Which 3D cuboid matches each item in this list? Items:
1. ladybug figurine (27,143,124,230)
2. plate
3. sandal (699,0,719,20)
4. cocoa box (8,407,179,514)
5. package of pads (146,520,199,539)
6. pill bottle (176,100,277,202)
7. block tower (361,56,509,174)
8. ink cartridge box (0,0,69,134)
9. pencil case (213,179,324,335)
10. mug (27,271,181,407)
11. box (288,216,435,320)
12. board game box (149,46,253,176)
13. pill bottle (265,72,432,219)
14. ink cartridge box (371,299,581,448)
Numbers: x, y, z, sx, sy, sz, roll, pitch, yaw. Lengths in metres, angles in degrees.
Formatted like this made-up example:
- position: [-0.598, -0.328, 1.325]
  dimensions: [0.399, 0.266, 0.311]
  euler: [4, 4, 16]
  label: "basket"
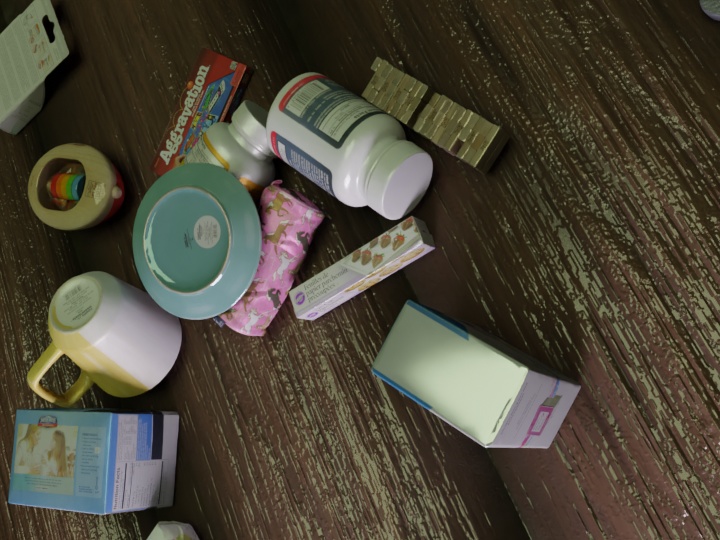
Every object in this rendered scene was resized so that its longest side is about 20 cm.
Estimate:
- position: [-0.439, -0.127, 1.287]
  dimensions: [0.198, 0.072, 0.138]
  euler: [13, 88, 32]
  label: "ladybug figurine"
- position: [-0.218, -0.038, 1.052]
  dimensions: [0.197, 0.026, 0.204]
  euler: [0, 89, 23]
  label: "plate"
- position: [0.393, -0.363, 0.855]
  dimensions: [0.075, 0.043, 0.204]
  euler: [15, 99, 39]
  label: "sandal"
- position: [-0.373, 0.261, 1.146]
  dimensions: [0.197, 0.131, 0.136]
  euler: [-4, 79, 30]
  label: "cocoa box"
- position: [-0.240, 0.446, 1.057]
  dimensions: [0.155, 0.068, 0.200]
  euler: [-54, 51, 11]
  label: "package of pads"
- position: [-0.187, -0.127, 1.113]
  dimensions: [0.200, 0.112, 0.113]
  euler: [-48, 62, 16]
  label: "pill bottle"
- position: [0.088, -0.186, 0.994]
  dimensions: [0.199, 0.054, 0.058]
  euler: [39, 101, 30]
  label: "block tower"
- position: [-0.577, -0.363, 1.429]
  dimensions: [0.199, 0.050, 0.162]
  euler: [-35, 66, 17]
  label: "ink cartridge box"
- position: [-0.124, -0.015, 1.074]
  dimensions: [0.083, 0.086, 0.202]
  euler: [37, 100, 48]
  label: "pencil case"
- position: [-0.351, 0.094, 1.120]
  dimensions: [0.147, 0.153, 0.189]
  euler: [5, 65, 22]
  label: "mug"
- position: [0.000, 0.000, 1.023]
  dimensions: [0.198, 0.041, 0.039]
  euler: [-31, 67, 22]
  label: "box"
- position: [-0.238, -0.222, 1.215]
  dimensions: [0.102, 0.019, 0.202]
  euler: [28, 97, 33]
  label: "board game box"
- position: [-0.012, -0.149, 1.009]
  dimensions: [0.199, 0.119, 0.121]
  euler: [37, 101, 30]
  label: "pill bottle"
- position: [0.124, 0.110, 0.838]
  dimensions: [0.144, 0.199, 0.086]
  euler: [30, 93, 30]
  label: "ink cartridge box"
